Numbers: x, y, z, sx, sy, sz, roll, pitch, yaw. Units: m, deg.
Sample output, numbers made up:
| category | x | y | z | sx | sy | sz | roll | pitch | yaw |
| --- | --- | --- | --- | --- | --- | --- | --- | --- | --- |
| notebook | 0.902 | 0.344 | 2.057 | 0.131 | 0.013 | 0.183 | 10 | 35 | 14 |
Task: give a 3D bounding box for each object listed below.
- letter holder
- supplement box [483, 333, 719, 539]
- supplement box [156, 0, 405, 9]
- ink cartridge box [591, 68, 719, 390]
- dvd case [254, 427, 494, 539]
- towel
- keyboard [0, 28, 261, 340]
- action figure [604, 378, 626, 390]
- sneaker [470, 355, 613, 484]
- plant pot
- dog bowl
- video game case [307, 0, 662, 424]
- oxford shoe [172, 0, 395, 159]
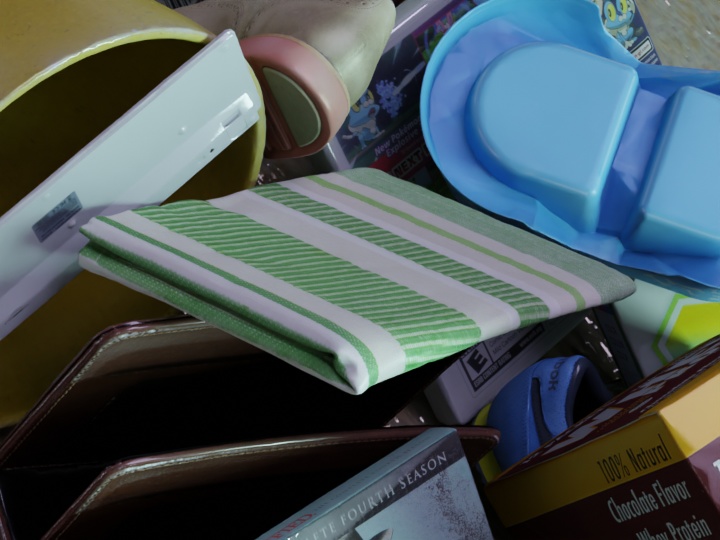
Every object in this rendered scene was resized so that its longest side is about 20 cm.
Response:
| category | x | y | z | sx | sy | sz | roll | pitch | yaw |
| --- | --- | --- | --- | --- | --- | --- | --- | --- | --- |
| letter holder | -0.033 | 0.088 | 1.162 | 0.199 | 0.142 | 0.101 | -2 | 60 | -36 |
| supplement box | 0.184 | 0.127 | 1.161 | 0.132 | 0.197 | 0.201 | -31 | 88 | -22 |
| supplement box | -0.004 | -0.168 | 1.376 | 0.199 | 0.131 | 0.104 | -8 | 63 | -39 |
| ink cartridge box | 0.167 | 0.016 | 1.311 | 0.103 | 0.059 | 0.201 | -25 | 97 | -7 |
| dvd case | 0.016 | 0.184 | 1.133 | 0.146 | 0.022 | 0.201 | -29 | 106 | -37 |
| towel | 0.000 | 0.000 | 1.143 | 0.152 | 0.024 | 0.200 | 23 | 21 | 30 |
| keyboard | -0.119 | -0.018 | 1.112 | 0.200 | 0.056 | 0.011 | -42 | 55 | -12 |
| action figure | 0.207 | 0.028 | 1.399 | 0.199 | 0.102 | 0.119 | -23 | 101 | -4 |
| sneaker | 0.132 | 0.129 | 1.283 | 0.066 | 0.078 | 0.201 | -35 | 90 | -46 |
| plant pot | -0.160 | -0.055 | 1.166 | 0.199 | 0.201 | 0.142 | -19 | 50 | -41 |
| dog bowl | 0.123 | -0.051 | 1.258 | 0.199 | 0.050 | 0.112 | 19 | 71 | 5 |
| video game case | 0.071 | -0.057 | 1.329 | 0.200 | 0.023 | 0.183 | -39 | 115 | -29 |
| oxford shoe | -0.058 | -0.091 | 1.247 | 0.074 | 0.199 | 0.071 | -48 | 123 | -27 |
